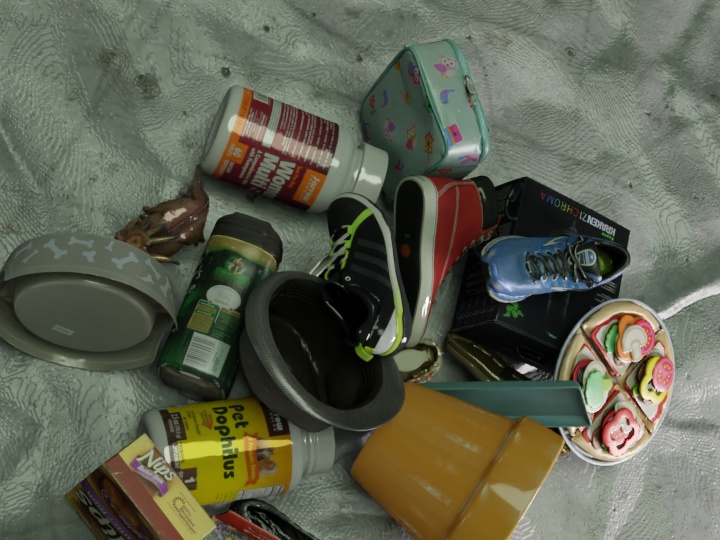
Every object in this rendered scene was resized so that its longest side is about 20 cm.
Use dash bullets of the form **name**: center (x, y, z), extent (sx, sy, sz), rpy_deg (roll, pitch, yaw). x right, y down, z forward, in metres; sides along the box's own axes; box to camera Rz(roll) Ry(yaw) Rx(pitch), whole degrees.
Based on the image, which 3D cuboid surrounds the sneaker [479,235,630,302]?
- **sneaker**: center (0.221, -0.012, 1.509), extent (0.200, 0.089, 0.079), rpy_deg (-7, 83, -32)

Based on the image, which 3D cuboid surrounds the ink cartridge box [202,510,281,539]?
- **ink cartridge box**: center (-0.124, 0.300, 1.367), extent (0.109, 0.200, 0.050), rpy_deg (32, 67, -9)

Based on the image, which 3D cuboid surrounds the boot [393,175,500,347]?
- **boot**: center (0.100, -0.010, 1.540), extent (0.144, 0.072, 0.200), rpy_deg (-3, 108, -40)

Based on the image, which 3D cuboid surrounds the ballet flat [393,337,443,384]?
- **ballet flat**: center (0.008, 0.117, 1.540), extent (0.200, 0.064, 0.076), rpy_deg (-20, 85, -23)

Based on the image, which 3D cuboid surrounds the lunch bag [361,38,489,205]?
- **lunch bag**: center (0.073, -0.176, 1.569), extent (0.077, 0.200, 0.161), rpy_deg (-9, 76, -24)

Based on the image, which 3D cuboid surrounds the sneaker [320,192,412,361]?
- **sneaker**: center (-0.006, 0.001, 1.417), extent (0.083, 0.072, 0.200), rpy_deg (3, 56, -40)

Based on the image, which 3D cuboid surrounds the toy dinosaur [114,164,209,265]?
- **toy dinosaur**: center (-0.215, -0.041, 1.465), extent (0.086, 0.136, 0.200), rpy_deg (44, 65, -4)

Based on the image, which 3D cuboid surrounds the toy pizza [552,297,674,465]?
- **toy pizza**: center (0.306, 0.133, 1.573), extent (0.200, 0.032, 0.201), rpy_deg (-5, 100, -34)

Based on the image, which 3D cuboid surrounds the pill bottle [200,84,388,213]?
- **pill bottle**: center (-0.076, -0.131, 1.553), extent (0.200, 0.110, 0.110), rpy_deg (20, 70, -13)

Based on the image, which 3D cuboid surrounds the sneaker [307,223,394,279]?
- **sneaker**: center (0.000, 0.000, 1.542), extent (0.200, 0.116, 0.074), rpy_deg (-38, 88, -26)

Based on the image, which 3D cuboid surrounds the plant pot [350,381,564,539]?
- **plant pot**: center (0.097, 0.223, 1.486), extent (0.183, 0.200, 0.200), rpy_deg (32, 66, 9)

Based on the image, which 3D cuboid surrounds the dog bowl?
- **dog bowl**: center (-0.286, 0.032, 1.393), extent (0.200, 0.200, 0.059), rpy_deg (15, 55, -15)

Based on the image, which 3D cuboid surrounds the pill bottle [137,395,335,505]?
- **pill bottle**: center (-0.133, 0.193, 1.443), extent (0.200, 0.109, 0.109), rpy_deg (-5, 77, -21)

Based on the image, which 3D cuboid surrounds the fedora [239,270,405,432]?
- **fedora**: center (-0.056, 0.101, 1.415), extent (0.200, 0.090, 0.177), rpy_deg (52, 38, 6)

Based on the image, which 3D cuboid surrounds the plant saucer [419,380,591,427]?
- **plant saucer**: center (0.161, 0.151, 1.525), extent (0.019, 0.200, 0.070), rpy_deg (-70, 148, -41)

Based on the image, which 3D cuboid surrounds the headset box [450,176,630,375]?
- **headset box**: center (0.217, 0.018, 1.609), extent (0.174, 0.093, 0.200), rpy_deg (25, 68, -26)

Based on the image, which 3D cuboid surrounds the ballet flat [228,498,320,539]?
- **ballet flat**: center (-0.063, 0.317, 1.463), extent (0.200, 0.057, 0.067), rpy_deg (33, 68, -8)

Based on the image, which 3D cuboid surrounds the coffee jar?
- **coffee jar**: center (-0.153, 0.039, 1.481), extent (0.085, 0.104, 0.200), rpy_deg (20, 69, 2)

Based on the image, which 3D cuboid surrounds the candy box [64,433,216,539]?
- **candy box**: center (-0.226, 0.242, 1.347), extent (0.056, 0.200, 0.117), rpy_deg (-37, 89, -28)

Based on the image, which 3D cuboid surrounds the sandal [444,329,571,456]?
- **sandal**: center (0.171, 0.150, 1.590), extent (0.200, 0.054, 0.080), rpy_deg (42, 23, 11)
